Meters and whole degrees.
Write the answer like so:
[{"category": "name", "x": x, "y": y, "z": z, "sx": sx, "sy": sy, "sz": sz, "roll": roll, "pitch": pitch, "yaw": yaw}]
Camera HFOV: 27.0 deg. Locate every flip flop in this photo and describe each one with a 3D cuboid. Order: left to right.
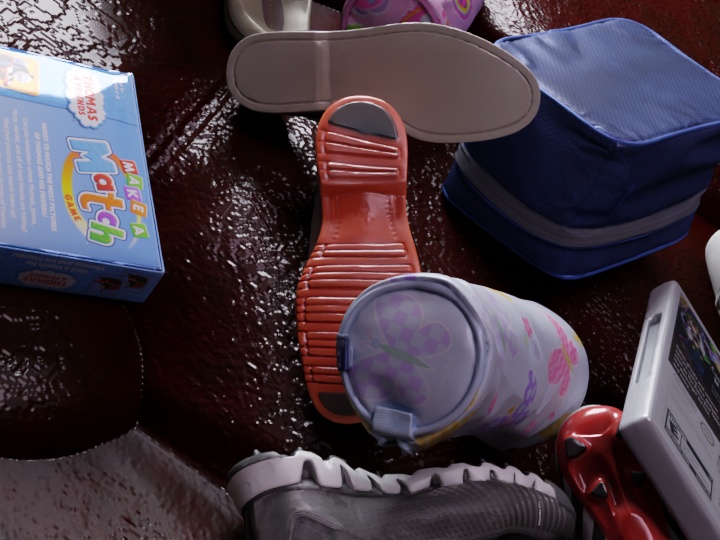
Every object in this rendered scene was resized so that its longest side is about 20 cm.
[{"category": "flip flop", "x": -0.063, "y": -0.228, "z": 1.059, "sx": 0.081, "sy": 0.058, "sz": 0.200, "roll": 16, "pitch": 46, "yaw": -24}]

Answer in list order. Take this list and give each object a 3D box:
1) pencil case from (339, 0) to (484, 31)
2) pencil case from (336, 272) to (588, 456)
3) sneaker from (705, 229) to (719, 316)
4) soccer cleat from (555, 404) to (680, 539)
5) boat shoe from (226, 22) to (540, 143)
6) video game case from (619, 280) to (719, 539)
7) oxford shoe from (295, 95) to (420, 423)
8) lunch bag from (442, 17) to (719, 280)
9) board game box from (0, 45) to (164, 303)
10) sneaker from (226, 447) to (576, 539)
[{"category": "pencil case", "x": 0.058, "y": -0.214, "z": 1.118, "sx": 0.087, "sy": 0.087, "sz": 0.200, "roll": 37, "pitch": 40, "yaw": -2}, {"category": "pencil case", "x": 0.062, "y": 0.054, "z": 0.818, "sx": 0.200, "sy": 0.083, "sz": 0.091, "roll": 12, "pitch": 75, "yaw": -66}, {"category": "sneaker", "x": 0.280, "y": 0.043, "z": 1.058, "sx": 0.072, "sy": 0.072, "sz": 0.200, "roll": -2, "pitch": 46, "yaw": -13}, {"category": "soccer cleat", "x": 0.156, "y": 0.174, "z": 0.848, "sx": 0.069, "sy": 0.085, "sz": 0.200, "roll": -16, "pitch": 76, "yaw": 2}, {"category": "boat shoe", "x": 0.017, "y": -0.121, "z": 0.962, "sx": 0.200, "sy": 0.073, "sz": 0.063, "roll": 6, "pitch": 5, "yaw": 10}, {"category": "video game case", "x": 0.220, "y": 0.126, "z": 0.893, "sx": 0.200, "sy": 0.023, "sz": 0.182, "roll": 56, "pitch": 27, "yaw": -12}, {"category": "oxford shoe", "x": 0.000, "y": 0.000, "z": 0.891, "sx": 0.071, "sy": 0.073, "sz": 0.200, "roll": 6, "pitch": 67, "yaw": -1}, {"category": "lunch bag", "x": 0.162, "y": -0.081, "z": 1.037, "sx": 0.200, "sy": 0.132, "sz": 0.136, "roll": -16, "pitch": 48, "yaw": -42}, {"category": "board game box", "x": -0.212, "y": -0.064, "z": 0.816, "sx": 0.200, "sy": 0.037, "sz": 0.151, "roll": 9, "pitch": 49, "yaw": -29}, {"category": "sneaker", "x": 0.028, "y": 0.147, "z": 0.782, "sx": 0.200, "sy": 0.066, "sz": 0.091, "roll": 8, "pitch": 52, "yaw": -26}]
